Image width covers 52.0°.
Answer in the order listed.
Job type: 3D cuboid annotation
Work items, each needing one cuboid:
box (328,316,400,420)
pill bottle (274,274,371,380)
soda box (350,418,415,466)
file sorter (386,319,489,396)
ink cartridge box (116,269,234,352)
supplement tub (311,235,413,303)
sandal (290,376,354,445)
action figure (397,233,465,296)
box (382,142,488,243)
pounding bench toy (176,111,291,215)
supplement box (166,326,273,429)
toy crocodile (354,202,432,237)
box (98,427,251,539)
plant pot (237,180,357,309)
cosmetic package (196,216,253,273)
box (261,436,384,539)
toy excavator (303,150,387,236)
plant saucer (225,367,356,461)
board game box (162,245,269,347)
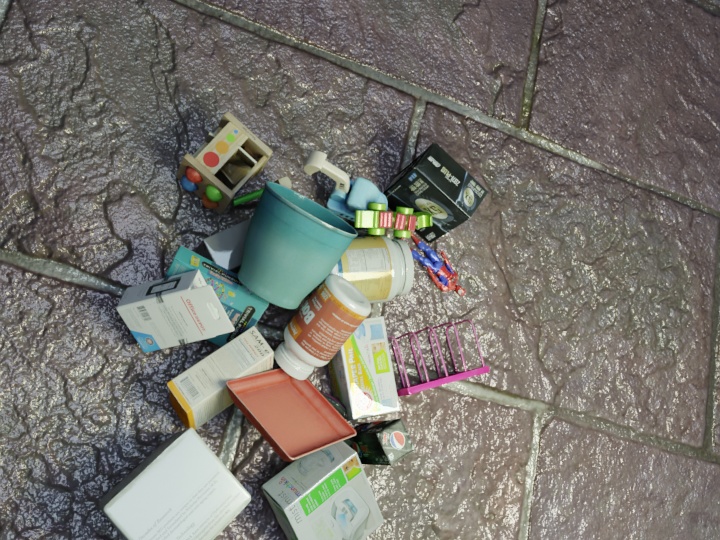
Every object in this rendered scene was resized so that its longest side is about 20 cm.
[{"bbox_3d":[0.000,0.209,1.551,0.111,0.101,0.202,-7,80,-23],"label":"box"},{"bbox_3d":[-0.079,0.115,1.454,0.112,0.112,0.200,37,104,-9],"label":"pill bottle"},{"bbox_3d":[0.032,0.344,1.478,0.063,0.200,0.071,-24,87,-26],"label":"soda box"},{"bbox_3d":[0.147,0.188,1.593,0.198,0.139,0.127,-11,81,-23],"label":"file sorter"},{"bbox_3d":[-0.339,0.073,1.390,0.068,0.198,0.117,-81,153,-55],"label":"ink cartridge box"},{"bbox_3d":[0.000,0.000,1.577,0.198,0.145,0.146,-4,79,-22],"label":"supplement tub"},{"bbox_3d":[-0.073,0.265,1.493,0.048,0.075,0.201,-41,72,3],"label":"sandal"},{"bbox_3d":[0.170,-0.014,1.701,0.200,0.052,0.066,46,63,-8],"label":"action figure"},{"bbox_3d":[0.159,-0.167,1.647,0.164,0.200,0.086,41,65,-8],"label":"box"},{"bbox_3d":[-0.260,-0.189,1.531,0.200,0.124,0.156,41,67,-8],"label":"pounding bench toy"},{"bbox_3d":[-0.268,0.211,1.428,0.199,0.126,0.074,-33,70,-25],"label":"supplement box"},{"bbox_3d":[0.069,-0.107,1.573,0.199,0.061,0.068,3,96,-38],"label":"toy crocodile"},{"bbox_3d":[-0.337,0.413,1.321,0.200,0.199,0.172,-43,94,-25],"label":"box"},{"bbox_3d":[-0.137,-0.039,1.408,0.199,0.200,0.189,29,100,-13],"label":"plant pot"},{"bbox_3d":[-0.230,-0.055,1.523,0.199,0.107,0.091,-30,89,-22],"label":"cosmetic package"},{"bbox_3d":[-0.071,0.453,1.428,0.176,0.096,0.202,-33,122,-25],"label":"box"},{"bbox_3d":[-0.028,-0.173,1.579,0.193,0.200,0.101,22,70,0],"label":"toy excavator"},{"bbox_3d":[-0.134,0.271,1.384,0.199,0.037,0.199,42,24,25],"label":"plant saucer"},{"bbox_3d":[-0.296,0.061,1.448,0.199,0.151,0.047,28,33,-13],"label":"board game box"}]
